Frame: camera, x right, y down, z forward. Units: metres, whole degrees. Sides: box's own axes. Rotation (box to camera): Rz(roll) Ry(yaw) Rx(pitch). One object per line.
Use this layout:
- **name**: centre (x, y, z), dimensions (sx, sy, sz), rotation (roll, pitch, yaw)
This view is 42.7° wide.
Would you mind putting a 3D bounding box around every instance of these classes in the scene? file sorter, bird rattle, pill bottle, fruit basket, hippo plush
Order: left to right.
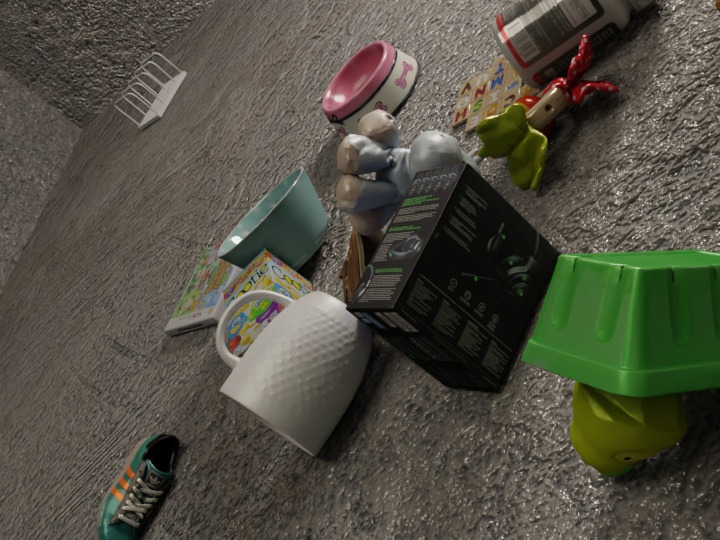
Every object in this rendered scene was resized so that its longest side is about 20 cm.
- **file sorter**: centre (-0.683, -0.586, 2.983), dimensions (0.139, 0.124, 0.200), rotation (-15, 43, 48)
- **hippo plush**: centre (0.074, -0.113, 1.244), dimensions (0.161, 0.200, 0.160), rotation (13, 71, 40)
- **bird rattle**: centre (0.225, -0.206, 1.184), dimensions (0.200, 0.113, 0.163), rotation (-53, 9, -8)
- **pill bottle**: centre (0.286, -0.345, 1.233), dimensions (0.200, 0.114, 0.114), rotation (-33, 32, 24)
- **fruit basket**: centre (0.238, 0.086, 0.749), dimensions (0.216, 0.216, 0.155), rotation (-56, 27, -10)

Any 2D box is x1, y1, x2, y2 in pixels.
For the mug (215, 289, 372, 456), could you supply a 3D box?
- **mug**: centre (-0.090, 0.107, 1.173), dimensions (0.176, 0.200, 0.148), rotation (-56, -3, -13)

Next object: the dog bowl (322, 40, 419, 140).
- **dog bowl**: centre (0.011, -0.332, 1.681), dimensions (0.200, 0.074, 0.200), rotation (-36, 32, 26)

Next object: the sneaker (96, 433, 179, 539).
- **sneaker**: centre (-0.336, 0.333, 1.401), dimensions (0.080, 0.071, 0.200), rotation (-30, 33, 43)

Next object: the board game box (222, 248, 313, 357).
- **board game box**: centre (-0.128, 0.074, 1.367), dimensions (0.105, 0.103, 0.200), rotation (-44, 28, 13)

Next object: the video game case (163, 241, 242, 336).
- **video game case**: centre (-0.282, 0.025, 1.747), dimensions (0.182, 0.022, 0.200), rotation (-16, 43, 48)

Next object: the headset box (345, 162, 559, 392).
- **headset box**: centre (0.108, 0.003, 1.017), dimensions (0.093, 0.174, 0.200), rotation (-3, 55, 55)

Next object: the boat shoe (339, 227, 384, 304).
- **boat shoe**: centre (0.000, 0.000, 1.296), dimensions (0.068, 0.072, 0.200), rotation (-37, 30, 25)

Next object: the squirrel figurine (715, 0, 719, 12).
- **squirrel figurine**: centre (0.462, -0.299, 0.933), dimensions (0.200, 0.141, 0.187), rotation (-55, 35, 23)

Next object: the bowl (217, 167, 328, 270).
- **bowl**: centre (-0.129, -0.061, 1.505), dimensions (0.201, 0.105, 0.201), rotation (-41, 15, 13)

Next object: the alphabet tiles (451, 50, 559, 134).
- **alphabet tiles**: centre (0.220, -0.291, 1.386), dimensions (0.200, 0.008, 0.167), rotation (-25, 38, 40)
